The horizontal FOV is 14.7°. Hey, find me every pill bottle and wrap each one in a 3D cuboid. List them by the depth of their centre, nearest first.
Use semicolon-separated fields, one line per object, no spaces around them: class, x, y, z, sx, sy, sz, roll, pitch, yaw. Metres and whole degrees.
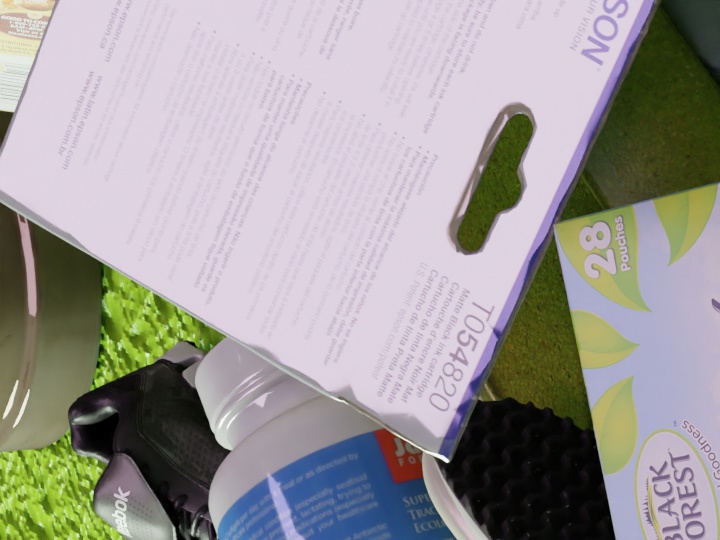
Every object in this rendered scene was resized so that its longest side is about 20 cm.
pill bottle;0.004;0.116;1.144;0.112;0.112;0.201;-51;56;47

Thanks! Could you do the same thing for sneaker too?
sneaker;0.092;0.135;1.005;0.200;0.070;0.094;38;140;8
sneaker;-0.071;0.107;1.267;0.200;0.090;0.067;45;141;44

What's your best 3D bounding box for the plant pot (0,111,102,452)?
plant pot;-0.256;0.007;1.458;0.200;0.173;0.201;18;112;54

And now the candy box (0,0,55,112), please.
candy box;-0.144;-0.167;1.287;0.200;0.055;0.116;119;156;-63

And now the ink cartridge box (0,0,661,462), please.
ink cartridge box;-0.010;-0.067;0.949;0.200;0.041;0.200;31;112;16

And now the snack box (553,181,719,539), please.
snack box;0.164;0.064;0.878;0.168;0.068;0.201;-13;83;29

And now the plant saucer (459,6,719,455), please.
plant saucer;0.075;-0.006;1.035;0.200;0.048;0.200;58;147;24

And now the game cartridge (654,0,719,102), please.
game cartridge;0.116;-0.165;0.993;0.133;0.041;0.201;29;120;55
